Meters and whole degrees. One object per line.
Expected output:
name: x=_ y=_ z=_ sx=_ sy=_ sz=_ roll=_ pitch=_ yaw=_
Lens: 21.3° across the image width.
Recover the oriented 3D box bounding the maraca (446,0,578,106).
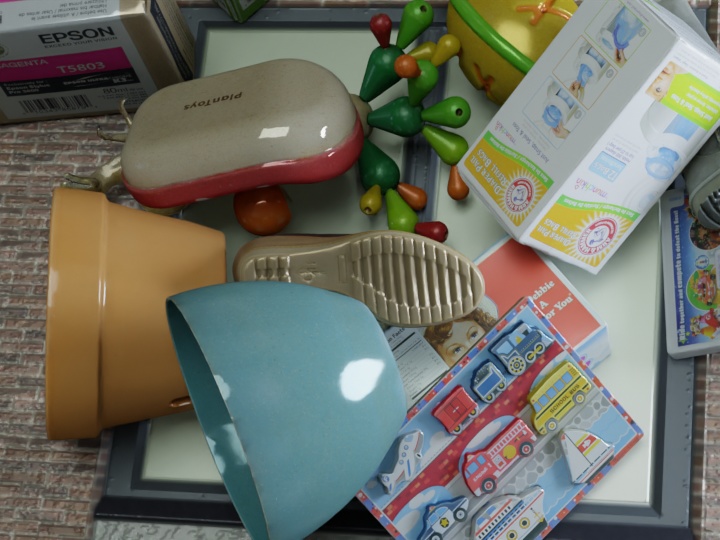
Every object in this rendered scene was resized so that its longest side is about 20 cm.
maraca: x=0.122 y=-0.205 z=1.614 sx=0.107 sy=0.137 sz=0.200 roll=-51 pitch=57 yaw=17

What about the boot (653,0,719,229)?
boot: x=0.298 y=-0.152 z=1.557 sx=0.181 sy=0.073 sz=0.201 roll=-32 pitch=47 yaw=13

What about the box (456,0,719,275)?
box: x=0.189 y=-0.113 z=1.514 sx=0.200 sy=0.112 sz=0.102 roll=-52 pitch=48 yaw=16

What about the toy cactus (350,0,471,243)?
toy cactus: x=0.015 y=-0.123 z=1.608 sx=0.164 sy=0.102 sz=0.202 roll=1 pitch=97 yaw=34

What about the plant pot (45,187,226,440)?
plant pot: x=-0.179 y=0.036 z=1.536 sx=0.138 sy=0.200 sz=0.202 roll=1 pitch=66 yaw=-6

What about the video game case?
video game case: x=0.335 y=-0.014 z=1.512 sx=0.198 sy=0.018 sz=0.145 roll=-11 pitch=64 yaw=26

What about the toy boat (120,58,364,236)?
toy boat: x=-0.090 y=-0.086 z=1.574 sx=0.198 sy=0.131 sz=0.131 roll=-11 pitch=35 yaw=16

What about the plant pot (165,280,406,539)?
plant pot: x=-0.045 y=0.089 z=1.400 sx=0.134 sy=0.201 sz=0.201 roll=-22 pitch=64 yaw=-12

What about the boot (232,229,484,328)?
boot: x=0.000 y=0.000 z=1.524 sx=0.198 sy=0.166 sz=0.073 roll=5 pitch=93 yaw=3

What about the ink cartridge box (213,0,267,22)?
ink cartridge box: x=-0.127 y=-0.346 z=1.742 sx=0.148 sy=0.076 sz=0.200 roll=-43 pitch=68 yaw=-9

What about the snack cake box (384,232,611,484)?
snack cake box: x=0.088 y=0.075 z=1.528 sx=0.199 sy=0.067 sz=0.115 roll=-38 pitch=65 yaw=-7

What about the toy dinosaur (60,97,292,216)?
toy dinosaur: x=-0.158 y=-0.098 z=1.659 sx=0.198 sy=0.058 sz=0.102 roll=-1 pitch=91 yaw=-1

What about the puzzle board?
puzzle board: x=0.104 y=0.143 z=1.469 sx=0.200 sy=0.017 sz=0.151 roll=-44 pitch=103 yaw=-5

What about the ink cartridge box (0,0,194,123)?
ink cartridge box: x=-0.257 y=-0.201 z=1.655 sx=0.198 sy=0.165 sz=0.076 roll=-5 pitch=67 yaw=9
